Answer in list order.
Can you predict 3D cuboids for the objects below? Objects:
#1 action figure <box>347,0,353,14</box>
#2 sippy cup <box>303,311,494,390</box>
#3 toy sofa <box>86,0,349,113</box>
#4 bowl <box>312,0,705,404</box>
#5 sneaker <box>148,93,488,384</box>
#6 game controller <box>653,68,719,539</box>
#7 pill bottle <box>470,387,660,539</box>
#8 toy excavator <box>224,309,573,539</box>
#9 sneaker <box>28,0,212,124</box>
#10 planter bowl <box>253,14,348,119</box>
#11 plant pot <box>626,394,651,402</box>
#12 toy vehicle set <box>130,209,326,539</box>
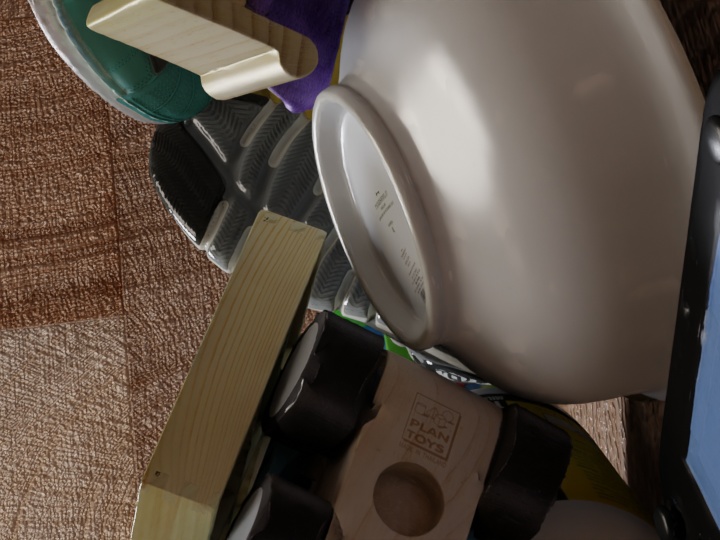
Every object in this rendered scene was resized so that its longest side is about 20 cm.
[{"bbox_3d":[-0.079,-0.188,0.874,0.200,0.102,0.119,48,170,33],"label":"action figure"},{"bbox_3d":[0.042,0.088,1.117,0.177,0.139,0.131,13,-132,-48],"label":"sippy cup"},{"bbox_3d":[-0.016,-0.162,0.720,0.083,0.097,0.201,-4,66,66],"label":"toy sofa"},{"bbox_3d":[0.042,-0.033,0.701,0.201,0.090,0.202,159,90,-76],"label":"bowl"},{"bbox_3d":[0.000,0.000,0.875,0.075,0.199,0.116,-56,-15,-9],"label":"sneaker"},{"bbox_3d":[0.113,0.040,0.549,0.201,0.042,0.105,87,175,-47],"label":"game controller"},{"bbox_3d":[0.069,0.128,0.795,0.200,0.111,0.113,-121,24,-72],"label":"pill bottle"},{"bbox_3d":[-0.006,0.084,0.748,0.200,0.099,0.195,-48,19,57],"label":"toy excavator"},{"bbox_3d":[-0.091,-0.143,0.778,0.072,0.079,0.201,-57,-47,-41],"label":"sneaker"},{"bbox_3d":[0.025,-0.097,0.926,0.083,0.199,0.202,-12,83,54],"label":"planter bowl"},{"bbox_3d":[0.092,-0.045,0.825,0.200,0.027,0.202,173,90,-87],"label":"plant pot"},{"bbox_3d":[-0.059,0.086,0.757,0.201,0.026,0.125,107,-176,-52],"label":"toy vehicle set"}]
